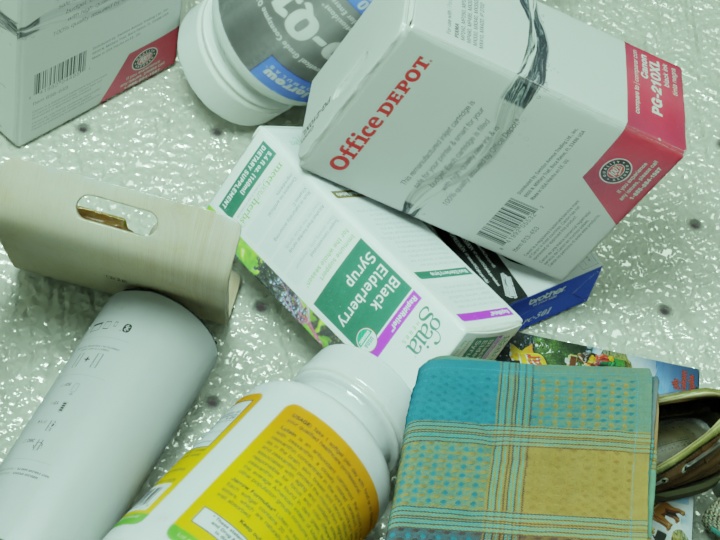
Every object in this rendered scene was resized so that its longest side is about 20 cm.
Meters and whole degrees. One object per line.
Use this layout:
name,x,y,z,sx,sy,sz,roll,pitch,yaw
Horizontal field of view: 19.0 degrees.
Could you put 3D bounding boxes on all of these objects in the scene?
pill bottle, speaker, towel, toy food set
pill bottle,-0.052,0.135,1.261,0.111,0.111,0.200,35,54,14
speaker,-0.163,0.107,1.279,0.081,0.081,0.200,24,52,6
towel,0.094,0.113,1.214,0.146,0.022,0.200,4,32,6
toy food set,-0.143,-0.023,1.320,0.143,0.200,0.061,16,79,0
pill bottle,-0.027,-0.179,1.436,0.114,0.200,0.114,22,55,-34

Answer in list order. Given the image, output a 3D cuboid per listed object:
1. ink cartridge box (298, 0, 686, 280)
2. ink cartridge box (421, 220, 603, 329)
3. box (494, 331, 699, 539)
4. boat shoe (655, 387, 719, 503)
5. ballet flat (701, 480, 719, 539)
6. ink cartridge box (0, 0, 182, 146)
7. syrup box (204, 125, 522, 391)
ink cartridge box,0.081,-0.096,1.353,0.200,0.145,0.084,23,45,-19
ink cartridge box,0.068,-0.049,1.468,0.094,0.044,0.200,-22,61,-27
box,0.139,0.138,1.346,0.136,0.038,0.200,12,52,-3
boat shoe,0.139,0.113,1.296,0.200,0.068,0.072,-19,59,-23
ballet flat,0.270,0.095,1.393,0.075,0.068,0.200,21,55,15
ink cartridge box,-0.193,-0.201,1.428,0.146,0.200,0.085,-32,65,-31
syrup box,0.000,0.000,1.376,0.200,0.079,0.081,46,24,23
